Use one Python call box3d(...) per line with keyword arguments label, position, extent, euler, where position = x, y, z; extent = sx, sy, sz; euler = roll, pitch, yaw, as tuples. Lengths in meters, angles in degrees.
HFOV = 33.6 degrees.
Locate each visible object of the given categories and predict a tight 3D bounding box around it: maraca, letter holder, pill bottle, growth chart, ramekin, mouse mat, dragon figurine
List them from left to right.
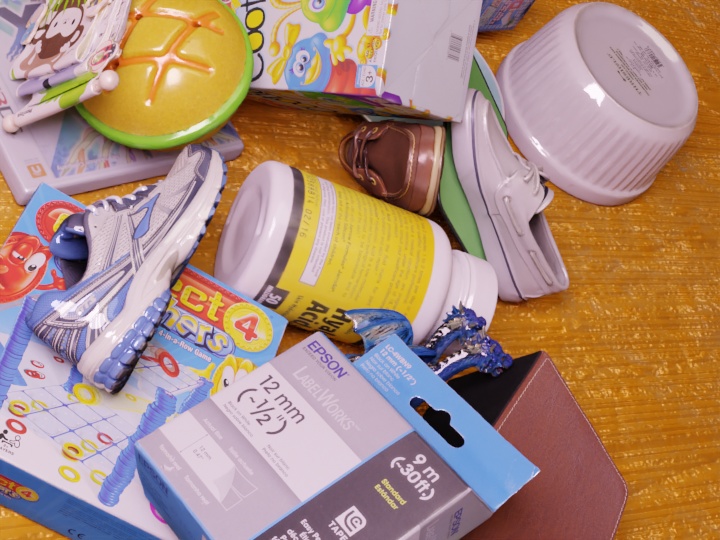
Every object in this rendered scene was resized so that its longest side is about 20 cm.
box3d(label="growth chart", position=(-0.203, -0.187, 0.853), extent=(0.018, 0.144, 0.201), euler=(32, 52, -41))
box3d(label="maraca", position=(-0.159, -0.168, 0.888), extent=(0.137, 0.107, 0.200), euler=(-28, 59, -11))
box3d(label="pill bottle", position=(0.000, 0.000, 0.904), extent=(0.199, 0.111, 0.112), euler=(19, 50, -22))
box3d(label="dragon figurine", position=(0.014, 0.064, 0.834), extent=(0.199, 0.100, 0.059), euler=(10, 28, -36))
box3d(label="mouse mat", position=(0.100, -0.092, 1.034), extent=(0.161, 0.008, 0.201), euler=(54, 36, -48))
box3d(label="letter holder", position=(0.092, 0.179, 0.848), extent=(0.142, 0.100, 0.200), euler=(55, 44, -12))
box3d(label="ramekin", position=(0.244, -0.176, 1.203), extent=(0.200, 0.105, 0.201), euler=(18, 50, -23))

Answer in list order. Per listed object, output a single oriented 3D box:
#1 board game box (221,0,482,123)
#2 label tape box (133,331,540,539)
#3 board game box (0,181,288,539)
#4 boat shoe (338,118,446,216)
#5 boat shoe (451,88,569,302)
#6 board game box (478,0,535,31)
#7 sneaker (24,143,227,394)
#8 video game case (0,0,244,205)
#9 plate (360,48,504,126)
box3d(label="board game box", position=(-0.020, -0.180, 0.931), extent=(0.103, 0.200, 0.105), euler=(7, 92, -49))
box3d(label="label tape box", position=(-0.010, 0.112, 0.703), extent=(0.200, 0.066, 0.143), euler=(-32, 57, -24))
box3d(label="board game box", position=(-0.167, 0.070, 0.777), extent=(0.200, 0.056, 0.196), euler=(30, 47, -14))
box3d(label="boat shoe", position=(0.023, -0.085, 0.955), extent=(0.067, 0.200, 0.072), euler=(8, 96, -10))
box3d(label="boat shoe", position=(0.128, -0.062, 0.997), extent=(0.072, 0.065, 0.201), euler=(-57, 134, -56))
box3d(label="board game box", position=(0.054, -0.302, 1.162), extent=(0.200, 0.062, 0.200), euler=(44, 37, 8))
box3d(label="sneaker", position=(-0.149, -0.022, 0.766), extent=(0.085, 0.077, 0.200), euler=(28, 47, -9))
box3d(label="video game case", position=(-0.211, -0.148, 0.926), extent=(0.200, 0.022, 0.183), euler=(-18, 71, -41))
box3d(label="plate", position=(0.048, -0.180, 1.126), extent=(0.200, 0.026, 0.201), euler=(19, 51, -24))
